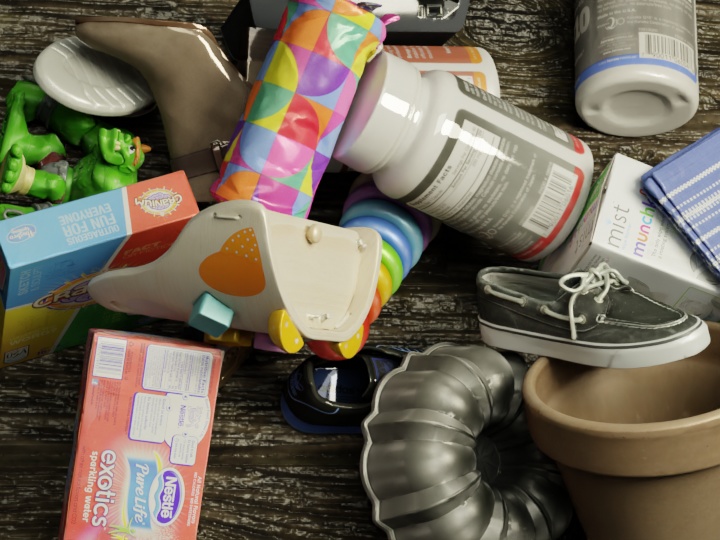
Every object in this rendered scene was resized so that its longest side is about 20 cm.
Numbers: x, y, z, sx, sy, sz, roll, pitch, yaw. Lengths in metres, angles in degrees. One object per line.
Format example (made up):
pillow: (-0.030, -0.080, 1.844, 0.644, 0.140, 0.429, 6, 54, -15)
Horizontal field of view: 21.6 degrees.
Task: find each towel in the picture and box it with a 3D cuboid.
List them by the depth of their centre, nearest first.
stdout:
towel: (0.330, -0.028, 1.503, 0.145, 0.024, 0.200, -31, 78, -27)

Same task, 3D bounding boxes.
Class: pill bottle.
pill bottle: (0.081, -0.095, 1.552, 0.200, 0.114, 0.114, 25, 61, -20)
pill bottle: (0.014, -0.141, 1.644, 0.199, 0.112, 0.112, 0, 66, -10)
pill bottle: (0.254, -0.236, 1.747, 0.113, 0.114, 0.200, 8, 64, -10)

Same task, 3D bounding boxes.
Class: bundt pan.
bundt pan: (0.101, 0.150, 1.512, 0.202, 0.076, 0.202, 10, 72, -34)

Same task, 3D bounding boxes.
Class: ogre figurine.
ogre figurine: (-0.241, -0.083, 1.566, 0.120, 0.200, 0.098, 15, 107, -18)

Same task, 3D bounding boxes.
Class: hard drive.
hard drive: (-0.014, -0.215, 1.665, 0.199, 0.135, 0.042, -2, 81, -16)

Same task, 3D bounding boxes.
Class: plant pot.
plant pot: (0.232, 0.154, 1.465, 0.200, 0.200, 0.175, -17, 113, -20)

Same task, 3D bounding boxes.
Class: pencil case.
pencil case: (-0.046, -0.129, 1.492, 0.088, 0.088, 0.200, 25, 90, -2)

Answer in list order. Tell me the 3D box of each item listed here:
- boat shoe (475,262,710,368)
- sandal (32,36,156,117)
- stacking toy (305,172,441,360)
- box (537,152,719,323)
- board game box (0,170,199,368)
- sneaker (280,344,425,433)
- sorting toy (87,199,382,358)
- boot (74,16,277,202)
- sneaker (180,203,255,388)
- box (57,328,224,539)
boat shoe: (0.178, 0.028, 1.478, 0.074, 0.199, 0.068, -29, 118, -42)
sandal: (-0.206, -0.160, 1.607, 0.082, 0.050, 0.203, 49, 33, 12)
stacking toy: (0.000, 0.000, 1.561, 0.085, 0.085, 0.200, 29, 43, 0)
box: (0.249, 0.015, 1.583, 0.176, 0.200, 0.097, 21, 62, -2)
board game box: (-0.215, 0.002, 1.475, 0.153, 0.200, 0.040, -17, 71, -20)
sneaker: (0.036, 0.097, 1.561, 0.199, 0.078, 0.070, -4, 67, -15)
sorting toy: (-0.104, 0.014, 1.436, 0.180, 0.200, 0.107, -3, 84, 26)
boot: (-0.137, -0.129, 1.546, 0.199, 0.070, 0.147, 3, 94, -6)
sneaker: (-0.126, 0.023, 1.561, 0.108, 0.070, 0.200, 38, 62, 6)
box: (-0.170, 0.149, 1.438, 0.102, 0.095, 0.201, 8, 89, -10)
